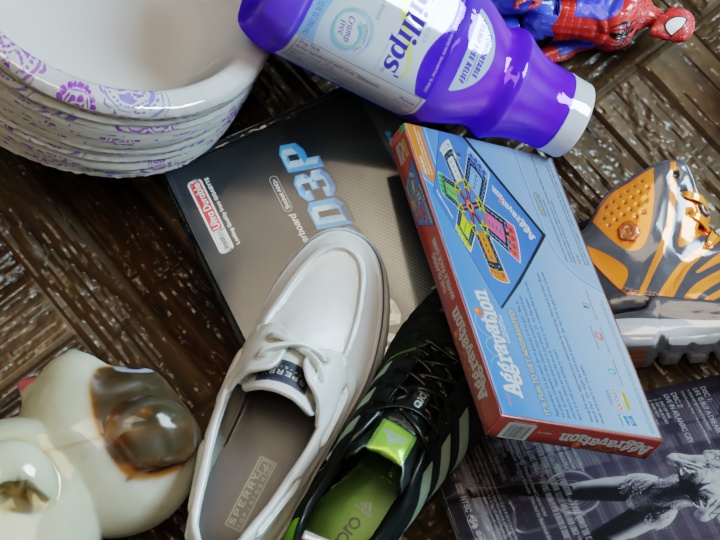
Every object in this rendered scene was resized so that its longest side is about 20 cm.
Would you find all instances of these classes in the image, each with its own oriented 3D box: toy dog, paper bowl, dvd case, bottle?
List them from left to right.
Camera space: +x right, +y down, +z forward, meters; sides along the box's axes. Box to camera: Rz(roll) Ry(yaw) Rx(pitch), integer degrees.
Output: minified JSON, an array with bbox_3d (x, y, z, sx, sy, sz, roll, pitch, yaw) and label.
[{"bbox_3d":[-0.168,0.129,0.959,0.194,0.140,0.200,39,73,11],"label":"toy dog"},{"bbox_3d":[-0.156,-0.137,1.041,0.201,0.104,0.201,15,49,-19],"label":"paper bowl"},{"bbox_3d":[0.035,-0.124,1.024,0.200,0.065,0.084,26,83,-18],"label":"bottle"},{"bbox_3d":[0.148,0.124,0.982,0.200,0.016,0.149,-12,42,-8],"label":"dvd case"}]

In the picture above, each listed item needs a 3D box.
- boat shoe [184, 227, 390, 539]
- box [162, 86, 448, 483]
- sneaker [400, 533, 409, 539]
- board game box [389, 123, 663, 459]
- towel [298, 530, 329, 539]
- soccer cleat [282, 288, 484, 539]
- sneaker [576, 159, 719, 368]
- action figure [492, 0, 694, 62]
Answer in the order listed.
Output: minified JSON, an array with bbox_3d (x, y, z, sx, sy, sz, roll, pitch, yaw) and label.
[{"bbox_3d":[-0.035,0.065,0.969,0.074,0.065,0.200,16,74,6],"label":"boat shoe"},{"bbox_3d":[0.000,0.000,1.049,0.159,0.046,0.200,-24,74,-8],"label":"box"},{"bbox_3d":[0.067,0.175,0.978,0.200,0.076,0.116,-26,71,-8],"label":"sneaker"},{"bbox_3d":[0.084,0.008,0.980,0.103,0.019,0.200,12,44,-31],"label":"board game box"},{"bbox_3d":[0.007,0.236,0.918,0.144,0.023,0.200,19,114,5],"label":"towel"},{"bbox_3d":[0.025,0.083,0.955,0.068,0.081,0.200,30,74,7],"label":"soccer cleat"},{"bbox_3d":[0.207,-0.008,1.037,0.200,0.078,0.112,-2,72,-1],"label":"sneaker"},{"bbox_3d":[0.097,-0.148,1.087,0.200,0.065,0.052,0,47,-5],"label":"action figure"}]
